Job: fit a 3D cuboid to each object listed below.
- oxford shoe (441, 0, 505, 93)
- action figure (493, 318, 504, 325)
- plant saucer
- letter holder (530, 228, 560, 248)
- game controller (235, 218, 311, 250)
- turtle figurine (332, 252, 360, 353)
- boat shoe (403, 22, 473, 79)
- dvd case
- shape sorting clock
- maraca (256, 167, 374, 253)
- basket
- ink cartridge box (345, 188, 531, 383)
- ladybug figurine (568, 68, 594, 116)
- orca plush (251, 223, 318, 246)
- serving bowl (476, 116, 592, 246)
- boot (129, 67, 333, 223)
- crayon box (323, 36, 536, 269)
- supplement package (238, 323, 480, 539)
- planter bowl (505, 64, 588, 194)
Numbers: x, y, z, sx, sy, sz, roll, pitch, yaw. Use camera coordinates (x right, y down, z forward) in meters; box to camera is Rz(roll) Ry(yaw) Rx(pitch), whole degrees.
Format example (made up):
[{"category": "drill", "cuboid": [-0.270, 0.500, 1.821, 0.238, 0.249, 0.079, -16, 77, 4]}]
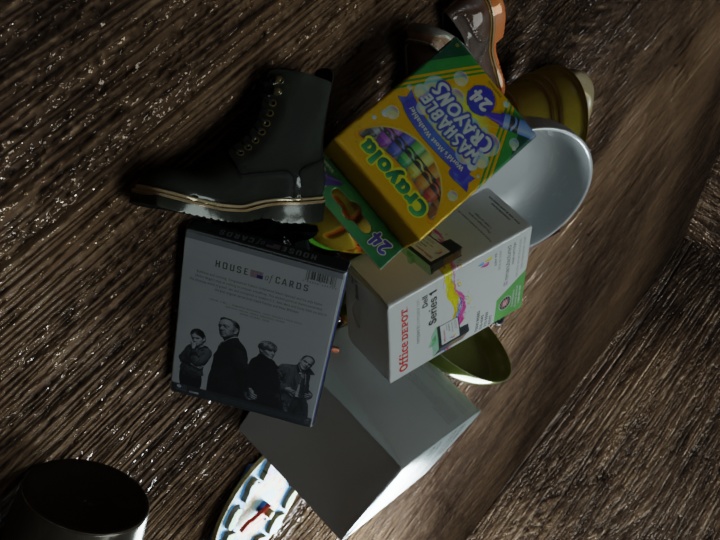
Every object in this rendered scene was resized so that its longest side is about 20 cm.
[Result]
[{"category": "oxford shoe", "cuboid": [0.120, -0.237, 1.076, 0.073, 0.071, 0.200, -32, 142, -18]}, {"category": "action figure", "cuboid": [0.144, 0.033, 1.409, 0.200, 0.102, 0.119, 4, 127, -36]}, {"category": "plant saucer", "cuboid": [0.115, 0.085, 1.243, 0.031, 0.200, 0.200, -51, 161, 23]}, {"category": "letter holder", "cuboid": [0.171, -0.046, 1.278, 0.142, 0.101, 0.200, -32, 175, 36]}, {"category": "game controller", "cuboid": [-0.094, 0.016, 0.944, 0.104, 0.042, 0.200, -31, 150, -15]}, {"category": "turtle figurine", "cuboid": [0.000, 0.000, 1.111, 0.200, 0.064, 0.161, -21, 130, -44]}, {"category": "boat shoe", "cuboid": [0.086, -0.192, 1.014, 0.072, 0.076, 0.200, -66, 154, -15]}, {"category": "dvd case", "cuboid": [-0.099, 0.055, 0.874, 0.025, 0.150, 0.200, -72, 177, -54]}, {"category": "shape sorting clock", "cuboid": [-0.135, 0.323, 1.267, 0.200, 0.039, 0.200, -45, 154, -29]}, {"category": "maraca", "cuboid": [-0.014, -0.073, 0.949, 0.200, 0.107, 0.137, -10, 130, -28]}, {"category": "basket", "cuboid": [-0.271, 0.284, 0.829, 0.180, 0.136, 0.200, -16, 129, -64]}, {"category": "ink cartridge box", "cuboid": [0.088, 0.018, 1.057, 0.200, 0.084, 0.145, -28, 143, -20]}, {"category": "ladybug figurine", "cuboid": [0.293, -0.241, 1.398, 0.136, 0.072, 0.200, -63, 156, 8]}, {"category": "orca plush", "cuboid": [-0.047, 0.032, 0.903, 0.105, 0.071, 0.200, -25, 147, -25]}, {"category": "serving bowl", "cuboid": [0.175, -0.109, 1.116, 0.200, 0.066, 0.200, -12, 138, -12]}, {"category": "boot", "cuboid": [-0.103, -0.113, 0.782, 0.200, 0.077, 0.139, -6, 106, -55]}, {"category": "crayon box", "cuboid": [0.056, -0.113, 0.890, 0.200, 0.126, 0.052, -42, -175, -17]}, {"category": "supplement package", "cuboid": [0.001, 0.183, 1.146, 0.200, 0.191, 0.147, -21, 150, -55]}, {"category": "planter bowl", "cuboid": [0.201, -0.179, 1.217, 0.083, 0.200, 0.201, 7, 117, -27]}]
